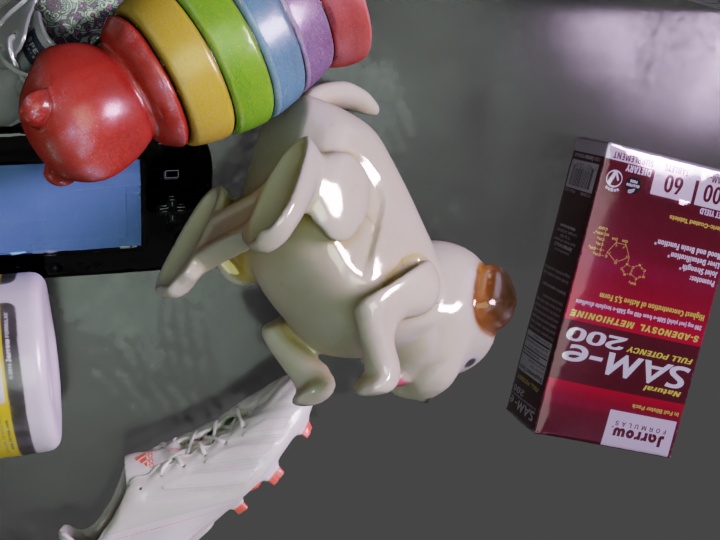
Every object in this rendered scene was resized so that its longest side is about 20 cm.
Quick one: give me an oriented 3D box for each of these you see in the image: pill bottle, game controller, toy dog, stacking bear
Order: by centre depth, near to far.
[{"bbox_3d":[-0.104,-0.122,0.717,0.199,0.122,0.114,-33,67,-16],"label":"stacking bear"},{"bbox_3d":[-0.285,0.065,0.747,0.198,0.111,0.112,-6,100,-10],"label":"pill bottle"},{"bbox_3d":[-0.190,-0.043,0.767,0.198,0.042,0.105,-5,133,-15],"label":"game controller"},{"bbox_3d":[0.000,0.000,0.785,0.200,0.195,0.139,40,133,-24],"label":"toy dog"}]

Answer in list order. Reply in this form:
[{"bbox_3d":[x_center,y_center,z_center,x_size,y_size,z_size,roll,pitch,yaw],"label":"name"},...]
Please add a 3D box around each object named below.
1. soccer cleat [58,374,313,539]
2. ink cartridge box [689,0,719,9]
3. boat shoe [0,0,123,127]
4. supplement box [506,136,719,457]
[{"bbox_3d":[-0.111,0.133,0.818,0.200,0.069,0.078,-45,102,1],"label":"soccer cleat"},{"bbox_3d":[0.224,-0.222,0.769,0.050,0.200,0.110,7,100,29],"label":"ink cartridge box"},{"bbox_3d":[-0.188,-0.137,0.754,0.200,0.069,0.072,-38,105,-3],"label":"boat shoe"},{"bbox_3d":[0.182,0.018,0.861,0.108,0.061,0.202,11,98,-14],"label":"supplement box"}]
